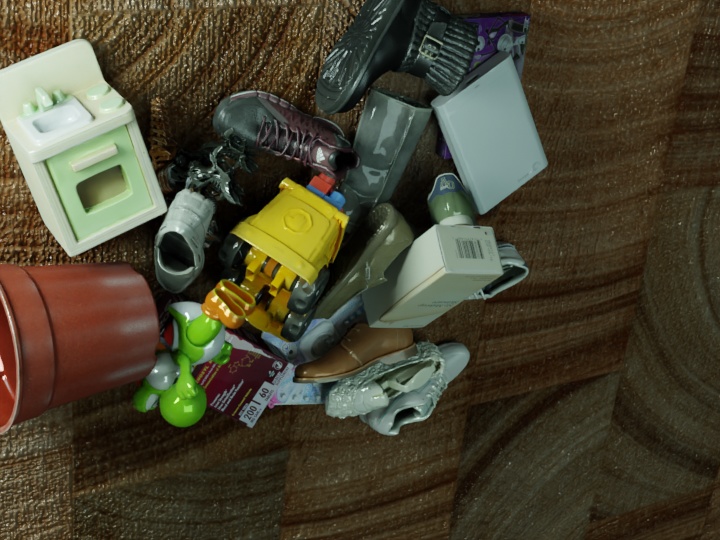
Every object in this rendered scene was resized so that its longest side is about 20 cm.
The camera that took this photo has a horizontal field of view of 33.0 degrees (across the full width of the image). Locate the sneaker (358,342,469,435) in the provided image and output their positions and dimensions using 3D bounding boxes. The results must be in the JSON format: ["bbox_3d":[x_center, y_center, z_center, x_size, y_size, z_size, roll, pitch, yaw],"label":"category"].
[{"bbox_3d":[0.096,0.188,1.866,0.200,0.080,0.071,-36,127,-14],"label":"sneaker"}]

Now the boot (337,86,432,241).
[{"bbox_3d":[0.049,-0.136,1.676,0.181,0.072,0.202,16,99,-40],"label":"boot"}]

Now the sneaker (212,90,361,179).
[{"bbox_3d":[-0.080,-0.167,1.534,0.199,0.115,0.076,8,110,-36],"label":"sneaker"}]

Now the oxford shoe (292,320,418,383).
[{"bbox_3d":[-0.014,0.112,1.738,0.199,0.071,0.072,-19,102,-28],"label":"oxford shoe"}]

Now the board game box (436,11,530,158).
[{"bbox_3d":[0.172,-0.260,1.708,0.119,0.032,0.202,-8,119,-25],"label":"board game box"}]

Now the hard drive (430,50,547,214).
[{"bbox_3d":[0.185,-0.192,1.719,0.132,0.026,0.201,-37,129,-11],"label":"hard drive"}]

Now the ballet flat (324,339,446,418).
[{"bbox_3d":[0.041,0.164,1.793,0.199,0.072,0.072,-28,127,-17],"label":"ballet flat"}]

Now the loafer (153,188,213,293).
[{"bbox_3d":[-0.227,-0.023,1.498,0.200,0.069,0.070,112,2,-57],"label":"loafer"}]

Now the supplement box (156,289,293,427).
[{"bbox_3d":[-0.201,0.118,1.631,0.199,0.061,0.109,31,96,-31],"label":"supplement box"}]

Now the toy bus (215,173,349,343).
[{"bbox_3d":[-0.087,-0.029,1.595,0.193,0.135,0.200,-56,172,-30],"label":"toy bus"}]

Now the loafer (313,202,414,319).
[{"bbox_3d":[0.000,0.000,1.642,0.067,0.076,0.200,30,118,-25],"label":"loafer"}]

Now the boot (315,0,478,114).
[{"bbox_3d":[0.052,-0.263,1.574,0.157,0.079,0.212,33,90,-33],"label":"boot"}]

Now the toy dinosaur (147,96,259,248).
[{"bbox_3d":[-0.208,-0.114,1.490,0.135,0.103,0.200,-9,146,20],"label":"toy dinosaur"}]

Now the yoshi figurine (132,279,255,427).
[{"bbox_3d":[-0.202,0.118,1.530,0.112,0.112,0.200,25,112,-41],"label":"yoshi figurine"}]

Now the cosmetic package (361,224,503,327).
[{"bbox_3d":[0.095,0.011,1.676,0.103,0.074,0.200,1,156,-32],"label":"cosmetic package"}]

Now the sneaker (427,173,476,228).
[{"bbox_3d":[0.132,-0.080,1.725,0.066,0.091,0.200,-12,169,3],"label":"sneaker"}]

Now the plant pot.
[{"bbox_3d":[-0.357,0.076,1.448,0.194,0.200,0.202,-10,120,-38],"label":"plant pot"}]

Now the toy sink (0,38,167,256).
[{"bbox_3d":[-0.322,-0.141,1.393,0.130,0.112,0.201,-27,126,-19],"label":"toy sink"}]

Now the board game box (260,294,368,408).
[{"bbox_3d":[-0.054,0.109,1.759,0.199,0.026,0.202,3,113,-34],"label":"board game box"}]

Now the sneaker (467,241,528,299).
[{"bbox_3d":[0.161,0.014,1.818,0.199,0.071,0.074,-26,126,-17],"label":"sneaker"}]
